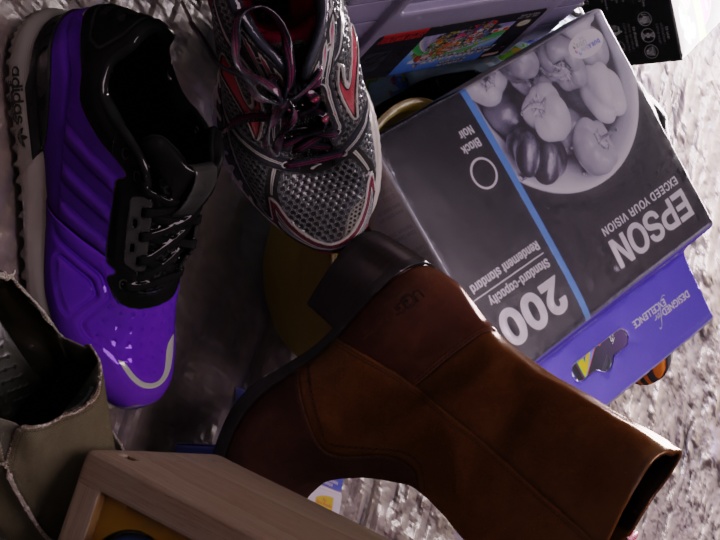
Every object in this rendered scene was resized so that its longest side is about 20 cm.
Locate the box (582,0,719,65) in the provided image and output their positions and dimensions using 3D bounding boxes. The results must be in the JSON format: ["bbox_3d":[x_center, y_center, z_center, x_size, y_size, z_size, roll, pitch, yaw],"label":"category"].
[{"bbox_3d":[0.216,-0.257,1.240,0.200,0.124,0.149,-41,122,-51],"label":"box"}]

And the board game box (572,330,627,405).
[{"bbox_3d":[0.100,0.044,0.968,0.200,0.057,0.166,54,49,-48],"label":"board game box"}]

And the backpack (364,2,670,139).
[{"bbox_3d":[0.083,-0.116,1.021,0.200,0.163,0.154,4,77,-50],"label":"backpack"}]

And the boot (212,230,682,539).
[{"bbox_3d":[0.033,0.108,0.767,0.188,0.200,0.068,-55,150,8],"label":"boot"}]

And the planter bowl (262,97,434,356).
[{"bbox_3d":[0.000,0.000,0.929,0.200,0.083,0.201,-8,100,-60],"label":"planter bowl"}]

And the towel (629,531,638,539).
[{"bbox_3d":[0.077,0.211,0.994,0.200,0.146,0.030,-33,96,-53],"label":"towel"}]

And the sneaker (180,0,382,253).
[{"bbox_3d":[-0.037,-0.089,0.740,0.075,0.080,0.200,-109,-177,-55],"label":"sneaker"}]

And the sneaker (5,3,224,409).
[{"bbox_3d":[-0.108,-0.029,0.755,0.070,0.099,0.201,-22,106,-53],"label":"sneaker"}]

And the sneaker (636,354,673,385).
[{"bbox_3d":[0.164,0.042,1.205,0.200,0.077,0.112,51,51,-28],"label":"sneaker"}]

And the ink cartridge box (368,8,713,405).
[{"bbox_3d":[0.109,-0.019,0.877,0.198,0.043,0.200,-33,97,-35],"label":"ink cartridge box"}]

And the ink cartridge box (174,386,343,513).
[{"bbox_3d":[-0.066,0.174,0.866,0.119,0.042,0.201,31,65,-51],"label":"ink cartridge box"}]

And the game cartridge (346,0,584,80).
[{"bbox_3d":[0.056,-0.149,0.841,0.200,0.130,0.038,-16,71,-35],"label":"game cartridge"}]

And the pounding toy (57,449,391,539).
[{"bbox_3d":[-0.066,0.204,0.688,0.142,0.184,0.200,14,96,-59],"label":"pounding toy"}]

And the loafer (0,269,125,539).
[{"bbox_3d":[-0.148,0.071,0.717,0.200,0.070,0.075,60,43,-36],"label":"loafer"}]
